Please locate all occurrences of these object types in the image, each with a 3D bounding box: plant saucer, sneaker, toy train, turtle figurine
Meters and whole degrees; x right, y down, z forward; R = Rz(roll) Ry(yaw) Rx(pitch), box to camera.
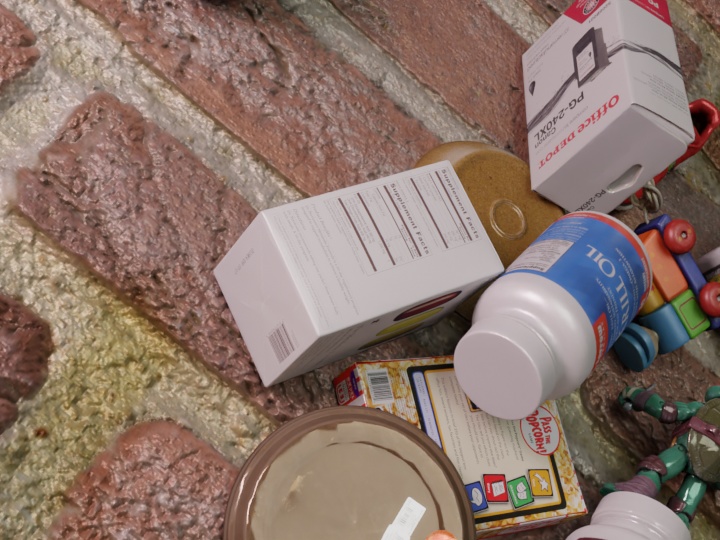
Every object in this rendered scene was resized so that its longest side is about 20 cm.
[{"bbox_3d":[-0.006,0.199,0.876,0.196,0.030,0.204,3,69,-8],"label":"plant saucer"},{"bbox_3d":[0.314,-0.134,1.229,0.199,0.085,0.077,-35,86,-37],"label":"sneaker"},{"bbox_3d":[0.133,-0.042,1.110,0.197,0.035,0.203,14,61,-25],"label":"plant saucer"},{"bbox_3d":[0.266,-0.010,1.141,0.115,0.085,0.202,-31,91,-23],"label":"toy train"},{"bbox_3d":[0.303,0.164,1.077,0.150,0.101,0.200,45,59,-4],"label":"turtle figurine"}]

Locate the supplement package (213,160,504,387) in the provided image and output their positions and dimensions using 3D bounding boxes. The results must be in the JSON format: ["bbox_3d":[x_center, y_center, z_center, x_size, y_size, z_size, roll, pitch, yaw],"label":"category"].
[{"bbox_3d":[0.000,0.000,0.962,0.198,0.114,0.111,-18,75,-35],"label":"supplement package"}]

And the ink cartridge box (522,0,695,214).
[{"bbox_3d":[0.237,-0.172,1.142,0.082,0.145,0.202,24,46,-24],"label":"ink cartridge box"}]

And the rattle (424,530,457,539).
[{"bbox_3d":[0.057,0.304,0.790,0.128,0.203,0.143,11,17,-7],"label":"rattle"}]

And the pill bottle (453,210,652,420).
[{"bbox_3d":[0.163,0.039,0.986,0.113,0.112,0.200,49,46,0],"label":"pill bottle"}]

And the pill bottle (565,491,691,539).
[{"bbox_3d":[0.198,0.284,0.941,0.113,0.113,0.201,41,54,-6],"label":"pill bottle"}]

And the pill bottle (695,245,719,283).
[{"bbox_3d":[0.443,0.050,1.200,0.110,0.111,0.202,-25,81,-36],"label":"pill bottle"}]

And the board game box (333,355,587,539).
[{"bbox_3d":[0.086,0.149,0.982,0.197,0.046,0.154,-1,67,-31],"label":"board game box"}]
